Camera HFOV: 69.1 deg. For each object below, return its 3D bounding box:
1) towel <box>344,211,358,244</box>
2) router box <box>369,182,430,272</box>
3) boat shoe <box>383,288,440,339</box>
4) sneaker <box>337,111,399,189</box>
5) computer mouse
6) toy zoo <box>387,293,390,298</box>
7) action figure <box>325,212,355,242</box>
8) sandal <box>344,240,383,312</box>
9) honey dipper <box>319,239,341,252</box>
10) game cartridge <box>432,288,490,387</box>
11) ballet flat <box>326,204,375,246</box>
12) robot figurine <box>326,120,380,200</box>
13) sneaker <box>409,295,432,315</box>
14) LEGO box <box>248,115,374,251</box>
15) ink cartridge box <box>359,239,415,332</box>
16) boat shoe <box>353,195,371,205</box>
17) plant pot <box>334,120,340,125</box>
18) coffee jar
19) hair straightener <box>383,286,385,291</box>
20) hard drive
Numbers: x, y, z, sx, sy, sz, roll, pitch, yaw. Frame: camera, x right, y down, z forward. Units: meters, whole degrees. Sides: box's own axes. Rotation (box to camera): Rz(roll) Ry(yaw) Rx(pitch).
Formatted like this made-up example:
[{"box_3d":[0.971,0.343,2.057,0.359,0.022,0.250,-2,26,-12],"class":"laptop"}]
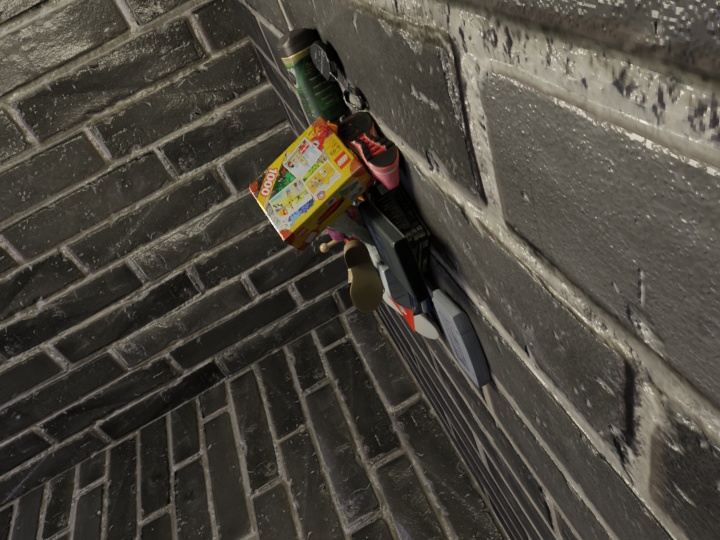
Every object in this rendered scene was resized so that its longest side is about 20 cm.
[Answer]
[{"box_3d":[-0.001,-0.118,1.384,0.198,0.022,0.146,6,-130,-52],"class":"towel"},{"box_3d":[0.085,-0.082,1.109,0.152,0.061,0.201,60,175,20],"class":"router box"},{"box_3d":[0.150,0.106,1.456,0.199,0.069,0.073,37,143,11],"class":"boat shoe"},{"box_3d":[0.016,-0.224,0.998,0.202,0.073,0.087,59,177,40],"class":"sneaker"},{"box_3d":[-0.039,-0.383,1.025,0.202,0.034,0.059,56,157,23],"class":"computer mouse"},{"box_3d":[0.086,-0.015,1.315,0.132,0.020,0.204,-122,29,-54],"class":"toy zoo"},{"box_3d":[-0.052,-0.118,1.153,0.151,0.131,0.202,-66,-31,-33],"class":"action figure"},{"box_3d":[0.006,-0.001,1.174,0.214,0.076,0.071,76,-172,-45],"class":"sandal"},{"box_3d":[-0.011,-0.100,1.260,0.039,0.197,0.038,61,175,9],"class":"honey dipper"},{"box_3d":[0.217,0.148,1.118,0.134,0.040,0.203,-117,1,-62],"class":"game cartridge"},{"box_3d":[-0.004,-0.098,1.102,0.198,0.072,0.072,14,-141,-53],"class":"ballet flat"},{"box_3d":[-0.022,-0.230,1.148,0.143,0.059,0.201,22,154,22],"class":"robot figurine"},{"box_3d":[0.112,0.036,1.397,0.202,0.084,0.077,61,176,29],"class":"sneaker"},{"box_3d":[-0.095,-0.165,1.010,0.150,0.200,0.077,52,-170,24],"class":"LEGO box"},{"box_3d":[0.063,0.034,1.224,0.161,0.046,0.203,-125,17,-54],"class":"ink cartridge box"},{"box_3d":[0.032,-0.140,1.315,0.201,0.072,0.063,55,-166,-53],"class":"boat shoe"},{"box_3d":[-0.072,-0.261,1.307,0.141,0.201,0.200,38,179,-6],"class":"plant pot"},{"box_3d":[-0.108,-0.428,1.157,0.202,0.084,0.104,64,171,-29],"class":"coffee jar"},{"box_3d":[0.045,-0.008,1.339,0.077,0.040,0.203,-118,31,-48],"class":"hair straightener"},{"box_3d":[0.061,-0.041,1.010,0.141,0.032,0.201,65,175,-32],"class":"hard drive"}]
